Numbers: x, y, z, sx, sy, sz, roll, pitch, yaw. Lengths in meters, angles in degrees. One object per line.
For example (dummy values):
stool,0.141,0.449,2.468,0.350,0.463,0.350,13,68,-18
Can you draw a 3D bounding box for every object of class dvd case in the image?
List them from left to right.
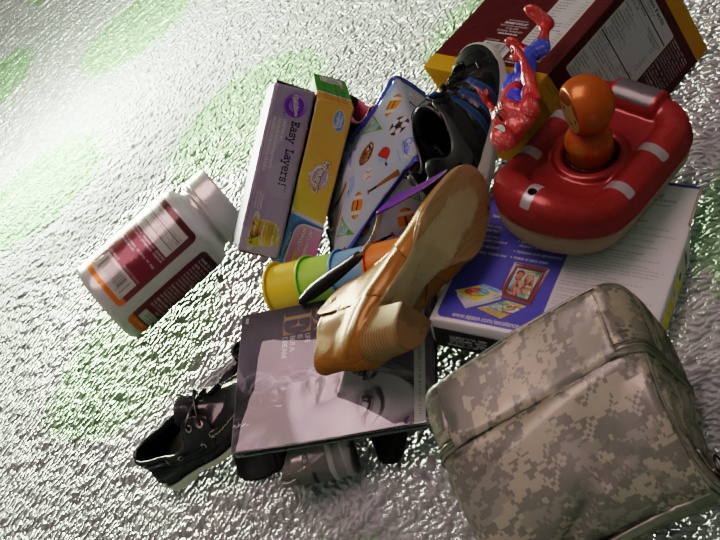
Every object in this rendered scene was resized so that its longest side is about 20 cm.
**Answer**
dvd case,-0.024,0.090,1.217,0.197,0.016,0.150,-11,54,17

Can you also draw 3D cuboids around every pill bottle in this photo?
pill bottle,-0.239,-0.024,1.620,0.200,0.114,0.114,-41,32,-4

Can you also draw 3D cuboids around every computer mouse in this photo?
computer mouse,-0.115,0.131,1.365,0.139,0.046,0.202,-15,40,32

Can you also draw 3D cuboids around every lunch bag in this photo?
lunch bag,0.033,-0.068,1.384,0.201,0.123,0.171,-51,26,26
lunch bag,0.162,0.137,0.991,0.199,0.139,0.169,-30,50,17

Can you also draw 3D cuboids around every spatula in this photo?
spatula,0.004,-0.027,1.210,0.200,0.021,0.056,-46,-3,31

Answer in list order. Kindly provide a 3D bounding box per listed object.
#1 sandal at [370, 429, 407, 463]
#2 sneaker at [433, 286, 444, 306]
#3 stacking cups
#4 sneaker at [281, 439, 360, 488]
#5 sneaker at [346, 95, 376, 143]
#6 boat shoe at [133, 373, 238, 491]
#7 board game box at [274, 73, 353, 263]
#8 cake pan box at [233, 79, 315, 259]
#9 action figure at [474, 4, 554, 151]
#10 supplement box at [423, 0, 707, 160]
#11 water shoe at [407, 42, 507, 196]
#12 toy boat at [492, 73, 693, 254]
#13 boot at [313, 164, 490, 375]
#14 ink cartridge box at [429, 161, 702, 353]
sandal,0.003,0.101,1.253,0.044,0.076,0.201,3,34,-14
sneaker,0.117,0.019,1.258,0.199,0.072,0.073,-37,53,1
stacking cups,0.000,0.000,1.287,0.198,0.061,0.061,-14,39,28
sneaker,-0.063,0.123,1.266,0.081,0.075,0.201,-20,39,-2
sneaker,-0.010,-0.156,1.540,0.078,0.097,0.199,-18,11,-33
boat shoe,-0.163,0.152,1.309,0.199,0.066,0.075,-39,32,43
board game box,-0.054,-0.103,1.455,0.153,0.040,0.203,-103,26,-72
cake pan box,-0.100,-0.113,1.470,0.200,0.052,0.187,-150,74,-82
action figure,0.141,-0.169,1.197,0.066,0.051,0.201,-53,15,39
supplement box,0.214,-0.225,1.388,0.200,0.133,0.197,-47,33,-13
water shoe,0.092,-0.151,1.257,0.071,0.078,0.202,-33,40,44
toy boat,0.198,-0.112,1.145,0.130,0.132,0.200,25,59,35
boot,0.029,0.000,1.177,0.143,0.071,0.203,-15,42,54
ink cartridge box,0.186,-0.002,1.169,0.195,0.047,0.201,10,51,25
